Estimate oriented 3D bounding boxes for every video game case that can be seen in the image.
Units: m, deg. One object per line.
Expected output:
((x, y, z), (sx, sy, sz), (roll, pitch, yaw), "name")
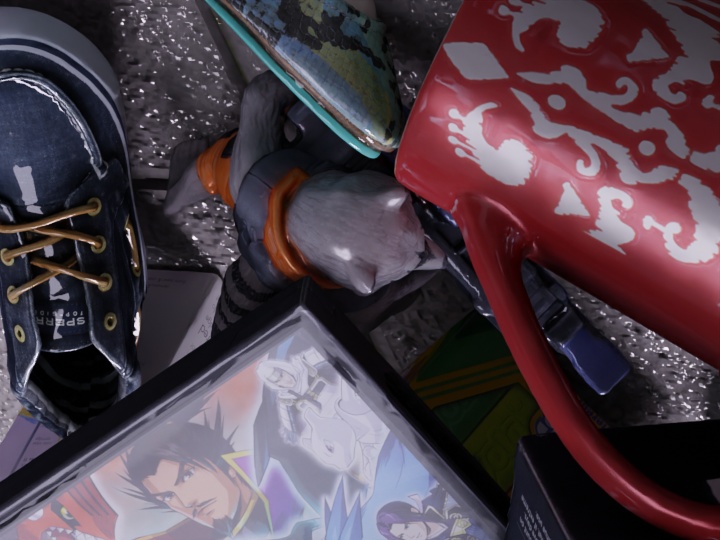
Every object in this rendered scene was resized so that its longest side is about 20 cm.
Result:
((-0.040, 0.120, 1.047), (0.200, 0.026, 0.181), (-34, 111, 22), "video game case")

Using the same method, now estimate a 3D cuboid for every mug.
((0.114, -0.022, 0.934), (0.199, 0.178, 0.134), (28, 136, 7), "mug")

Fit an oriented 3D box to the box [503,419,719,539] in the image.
((0.152, 0.165, 0.998), (0.199, 0.123, 0.199), (-4, 126, -16), "box")

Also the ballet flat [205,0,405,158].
((-0.045, -0.126, 0.963), (0.200, 0.074, 0.074), (42, 147, 8), "ballet flat")

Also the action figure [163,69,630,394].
((0.000, 0.000, 1.068), (0.200, 0.105, 0.193), (44, 171, -3), "action figure")

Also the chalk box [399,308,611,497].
((0.016, 0.137, 1.160), (0.125, 0.200, 0.124), (43, 145, -1), "chalk box")

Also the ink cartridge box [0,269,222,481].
((-0.110, 0.110, 1.230), (0.067, 0.201, 0.117), (5, 140, 30), "ink cartridge box")

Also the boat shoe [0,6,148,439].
((-0.123, -0.015, 1.126), (0.070, 0.091, 0.201), (-9, 144, 5), "boat shoe")
